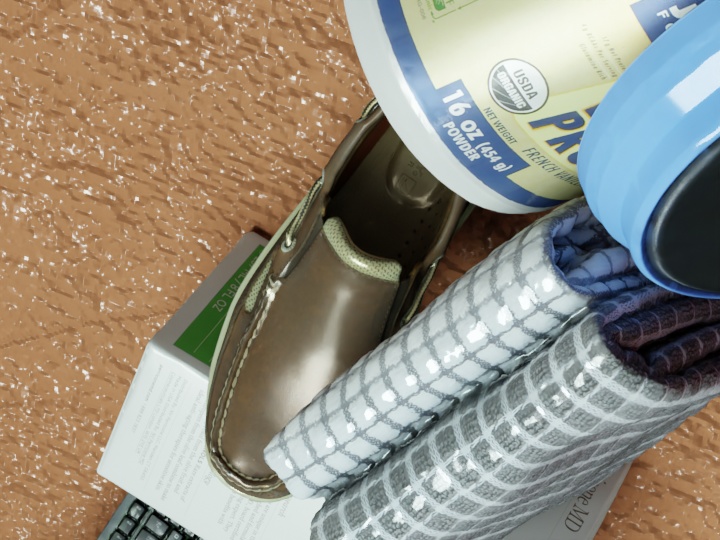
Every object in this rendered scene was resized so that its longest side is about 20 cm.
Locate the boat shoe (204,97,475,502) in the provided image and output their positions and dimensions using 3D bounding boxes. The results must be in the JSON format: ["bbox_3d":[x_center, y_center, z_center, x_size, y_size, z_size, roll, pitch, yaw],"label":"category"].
[{"bbox_3d":[-0.005,-0.003,1.027,0.074,0.075,0.203,27,88,7],"label":"boat shoe"}]

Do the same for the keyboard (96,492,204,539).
[{"bbox_3d":[-0.016,0.144,1.178,0.200,0.021,0.127,34,86,9],"label":"keyboard"}]

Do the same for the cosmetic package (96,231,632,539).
[{"bbox_3d":[0.002,0.085,1.121,0.199,0.108,0.085,29,127,6],"label":"cosmetic package"}]

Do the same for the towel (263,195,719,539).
[{"bbox_3d":[0.084,0.042,0.995,0.165,0.200,0.086,-41,73,36],"label":"towel"}]

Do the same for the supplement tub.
[{"bbox_3d":[0.109,-0.115,0.927,0.199,0.144,0.145,-21,107,34],"label":"supplement tub"}]

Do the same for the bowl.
[{"bbox_3d":[0.171,-0.052,0.861,0.200,0.200,0.040,-40,59,37],"label":"bowl"}]
